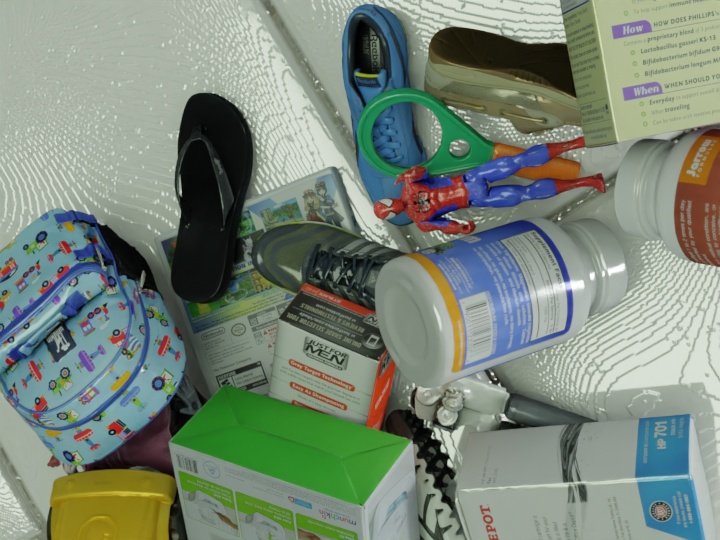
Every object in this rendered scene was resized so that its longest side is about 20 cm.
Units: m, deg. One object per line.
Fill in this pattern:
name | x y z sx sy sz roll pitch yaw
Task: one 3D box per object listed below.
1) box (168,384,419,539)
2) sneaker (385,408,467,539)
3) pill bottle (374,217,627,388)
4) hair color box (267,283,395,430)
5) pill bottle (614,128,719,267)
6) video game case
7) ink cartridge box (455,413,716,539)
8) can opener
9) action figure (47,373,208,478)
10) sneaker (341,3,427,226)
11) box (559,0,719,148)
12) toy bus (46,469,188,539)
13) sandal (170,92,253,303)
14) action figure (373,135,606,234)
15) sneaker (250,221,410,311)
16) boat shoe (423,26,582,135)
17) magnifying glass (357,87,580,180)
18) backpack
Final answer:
box | -0.055 0.220 1.251 0.199 0.097 0.177 13 128 28
sneaker | 0.054 0.229 1.305 0.090 0.066 0.201 -25 91 16
pill bottle | 0.122 0.019 1.190 0.112 0.199 0.113 41 139 47
hair color box | -0.029 0.119 1.277 0.101 0.061 0.201 22 132 13
pill bottle | 0.311 -0.055 1.140 0.199 0.112 0.113 12 101 41
video game case | -0.081 0.020 1.347 0.199 0.022 0.183 -20 90 20
ink cartridge box | 0.198 0.210 1.220 0.199 0.086 0.147 -6 124 19
can opener | 0.143 0.133 1.274 0.199 0.066 0.053 19 104 6
action figure | -0.224 0.162 1.387 0.199 0.149 0.135 -18 50 35
sneaker | 0.016 -0.137 1.268 0.066 0.078 0.202 -6 96 16
box | 0.258 -0.213 1.139 0.175 0.097 0.201 -12 95 -6
toy bus | -0.216 0.310 1.304 0.135 0.193 0.201 -5 136 10
sandal | -0.144 -0.071 1.326 0.076 0.043 0.202 -1 83 23
action figure | 0.104 -0.069 1.193 0.199 0.099 0.066 -13 98 10
sneaker | 0.000 0.000 1.264 0.199 0.081 0.074 11 89 -2
boat shoe | 0.153 -0.155 1.233 0.199 0.072 0.065 14 137 5
magnifying glass | 0.095 -0.107 1.240 0.199 0.022 0.080 14 115 -4
backpack | -0.262 0.068 1.298 0.182 0.135 0.200 -38 48 4
